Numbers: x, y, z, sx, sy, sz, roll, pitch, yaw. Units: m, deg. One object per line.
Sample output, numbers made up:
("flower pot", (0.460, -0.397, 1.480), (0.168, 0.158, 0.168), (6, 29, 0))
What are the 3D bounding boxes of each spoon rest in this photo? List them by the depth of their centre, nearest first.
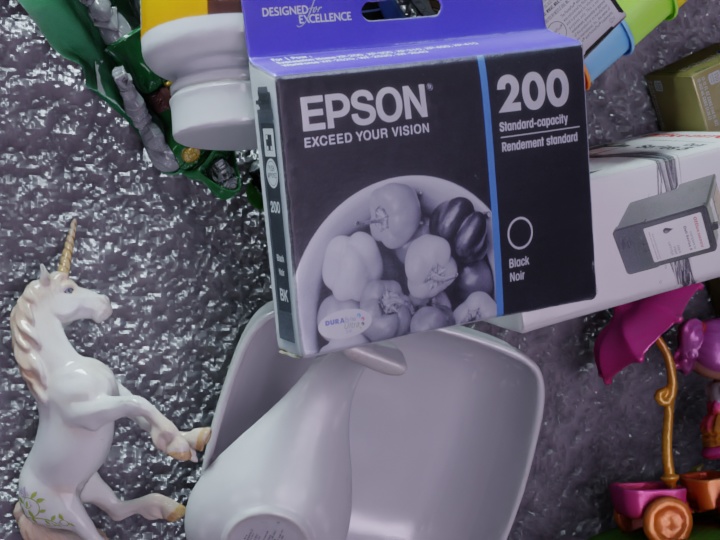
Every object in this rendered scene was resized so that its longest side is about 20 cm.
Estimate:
("spoon rest", (-0.033, 0.111, 0.906), (0.099, 0.061, 0.201), (23, 117, -13))

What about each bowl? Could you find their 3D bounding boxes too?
("bowl", (0.000, 0.111, 0.970), (0.198, 0.075, 0.202), (12, 108, -12))

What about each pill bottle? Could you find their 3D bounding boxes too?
("pill bottle", (-0.069, -0.173, 0.862), (0.108, 0.109, 0.202), (0, 83, -21))

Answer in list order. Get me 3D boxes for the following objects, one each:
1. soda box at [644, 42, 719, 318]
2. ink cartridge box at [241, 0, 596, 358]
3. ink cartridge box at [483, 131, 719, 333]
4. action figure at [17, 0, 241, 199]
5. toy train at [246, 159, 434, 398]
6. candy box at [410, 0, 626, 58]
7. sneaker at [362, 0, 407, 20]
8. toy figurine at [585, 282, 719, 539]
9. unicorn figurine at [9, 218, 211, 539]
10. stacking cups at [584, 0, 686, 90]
("soda box", (0.268, -0.054, 1.087), (0.067, 0.064, 0.202), (-24, 104, -17))
("ink cartridge box", (0.036, -0.069, 0.835), (0.197, 0.043, 0.202), (-10, 98, -29))
("ink cartridge box", (0.153, -0.031, 0.999), (0.198, 0.145, 0.085), (-14, 100, -20))
("action figure", (-0.124, -0.129, 0.929), (0.118, 0.055, 0.201), (-36, 112, -17))
("toy train", (0.000, 0.000, 1.001), (0.056, 0.042, 0.201), (-44, 110, -21))
("candy box", (0.056, -0.211, 0.943), (0.061, 0.136, 0.200), (-43, 109, -12))
("sneaker", (-0.015, -0.139, 0.960), (0.078, 0.070, 0.200), (-45, 110, -16))
("toy figurine", (0.235, 0.094, 1.056), (0.198, 0.150, 0.186), (-7, 91, -12))
("unicorn figurine", (-0.159, 0.091, 0.918), (0.136, 0.074, 0.202), (24, 100, 8))
("stacking cups", (0.150, -0.154, 1.028), (0.200, 0.060, 0.061), (-42, 109, -12))
